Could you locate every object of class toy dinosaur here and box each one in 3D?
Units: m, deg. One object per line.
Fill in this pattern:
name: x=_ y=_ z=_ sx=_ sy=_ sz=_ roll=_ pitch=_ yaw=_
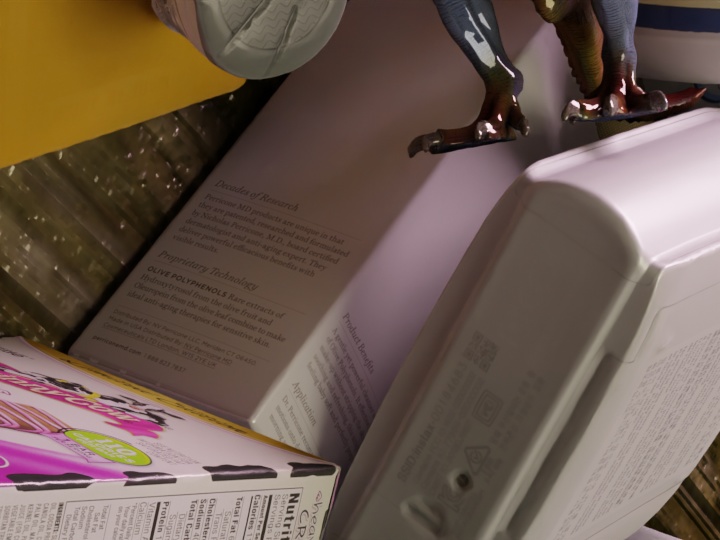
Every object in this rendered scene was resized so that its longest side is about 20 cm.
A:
toy dinosaur: x=0.035 y=-0.132 z=0.934 sx=0.200 sy=0.104 sz=0.183 roll=-9 pitch=89 yaw=-75

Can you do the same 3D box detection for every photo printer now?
photo printer: x=0.083 y=0.028 z=0.982 sx=0.200 sy=0.069 sz=0.167 roll=-20 pitch=142 yaw=-59

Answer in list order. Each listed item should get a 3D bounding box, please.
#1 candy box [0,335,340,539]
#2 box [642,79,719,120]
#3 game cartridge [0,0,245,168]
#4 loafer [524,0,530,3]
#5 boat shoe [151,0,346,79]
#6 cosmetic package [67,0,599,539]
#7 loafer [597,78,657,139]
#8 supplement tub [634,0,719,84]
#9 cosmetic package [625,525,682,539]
candy box: x=-0.117 y=0.063 z=0.812 sx=0.200 sy=0.136 sz=0.061 roll=4 pitch=103 yaw=-58
box: x=0.197 y=-0.081 z=1.243 sx=0.185 sy=0.104 sz=0.200 roll=-63 pitch=147 yaw=-12
game cartridge: x=-0.082 y=-0.138 z=0.870 sx=0.176 sy=0.032 sz=0.201 roll=-23 pitch=126 yaw=-50
loafer: x=0.051 y=-0.172 z=1.007 sx=0.071 sy=0.073 sz=0.201 roll=-40 pitch=136 yaw=-37
boat shoe: x=-0.044 y=-0.159 z=0.841 sx=0.074 sy=0.065 sz=0.203 roll=-19 pitch=117 yaw=-29
cosmetic package: x=0.000 y=0.000 z=1.005 sx=0.200 sy=0.084 sz=0.108 roll=-53 pitch=144 yaw=-29
loafer: x=0.094 y=0.011 z=1.142 sx=0.068 sy=0.075 sz=0.201 roll=-100 pitch=177 yaw=-54
supplement tub: x=0.139 y=-0.179 z=1.061 sx=0.145 sy=0.144 sz=0.202 roll=-19 pitch=114 yaw=-51
cosmetic package: x=0.053 y=0.209 z=1.108 sx=0.200 sy=0.167 sz=0.167 roll=-53 pitch=142 yaw=-26
